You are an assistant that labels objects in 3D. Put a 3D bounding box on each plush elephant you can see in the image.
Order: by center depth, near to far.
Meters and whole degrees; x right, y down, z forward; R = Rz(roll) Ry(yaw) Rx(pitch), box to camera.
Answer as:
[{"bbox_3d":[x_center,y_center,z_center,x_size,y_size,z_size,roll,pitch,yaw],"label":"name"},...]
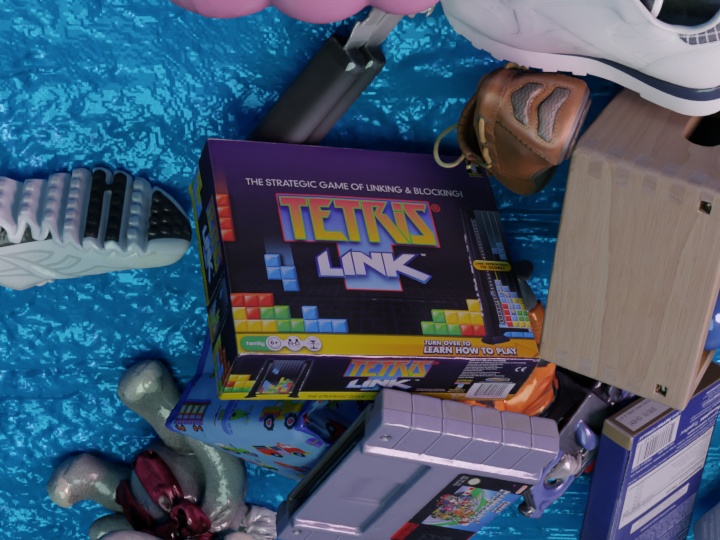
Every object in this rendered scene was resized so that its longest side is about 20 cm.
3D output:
[{"bbox_3d":[-0.147,0.205,1.097,0.200,0.155,0.165,37,119,-19],"label":"plush elephant"}]

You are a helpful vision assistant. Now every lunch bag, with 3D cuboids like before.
[{"bbox_3d":[-0.015,0.125,1.046,0.150,0.095,0.200,-5,142,46],"label":"lunch bag"}]

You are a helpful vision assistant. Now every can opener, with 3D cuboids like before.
[{"bbox_3d":[-0.015,-0.143,0.929,0.067,0.053,0.200,46,119,15],"label":"can opener"}]

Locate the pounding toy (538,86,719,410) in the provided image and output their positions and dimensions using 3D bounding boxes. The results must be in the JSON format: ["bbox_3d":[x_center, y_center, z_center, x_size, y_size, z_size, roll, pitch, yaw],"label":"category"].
[{"bbox_3d":[0.225,-0.045,0.901,0.141,0.200,0.185,20,129,21],"label":"pounding toy"}]

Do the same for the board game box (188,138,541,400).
[{"bbox_3d":[0.000,0.000,0.911,0.199,0.166,0.057,2,145,-21],"label":"board game box"}]

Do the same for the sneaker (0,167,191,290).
[{"bbox_3d":[-0.216,-0.024,1.009,0.198,0.075,0.081,4,138,4],"label":"sneaker"}]

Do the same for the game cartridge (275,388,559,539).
[{"bbox_3d":[0.035,0.145,0.955,0.129,0.039,0.200,15,145,-16],"label":"game cartridge"}]

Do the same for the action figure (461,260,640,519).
[{"bbox_3d":[0.146,0.067,1.046,0.200,0.105,0.193,-46,120,-2],"label":"action figure"}]

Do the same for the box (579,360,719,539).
[{"bbox_3d":[0.217,0.173,1.083,0.032,0.121,0.201,32,132,36],"label":"box"}]

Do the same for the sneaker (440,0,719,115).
[{"bbox_3d":[0.139,-0.162,0.847,0.199,0.077,0.081,18,154,22],"label":"sneaker"}]

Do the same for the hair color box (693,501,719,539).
[{"bbox_3d":[0.346,0.183,1.061,0.098,0.061,0.200,21,137,-13],"label":"hair color box"}]

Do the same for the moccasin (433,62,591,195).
[{"bbox_3d":[0.090,-0.088,0.876,0.077,0.201,0.074,22,95,4],"label":"moccasin"}]

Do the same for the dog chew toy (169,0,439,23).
[{"bbox_3d":[-0.033,-0.201,0.827,0.198,0.125,0.125,12,125,8],"label":"dog chew toy"}]
